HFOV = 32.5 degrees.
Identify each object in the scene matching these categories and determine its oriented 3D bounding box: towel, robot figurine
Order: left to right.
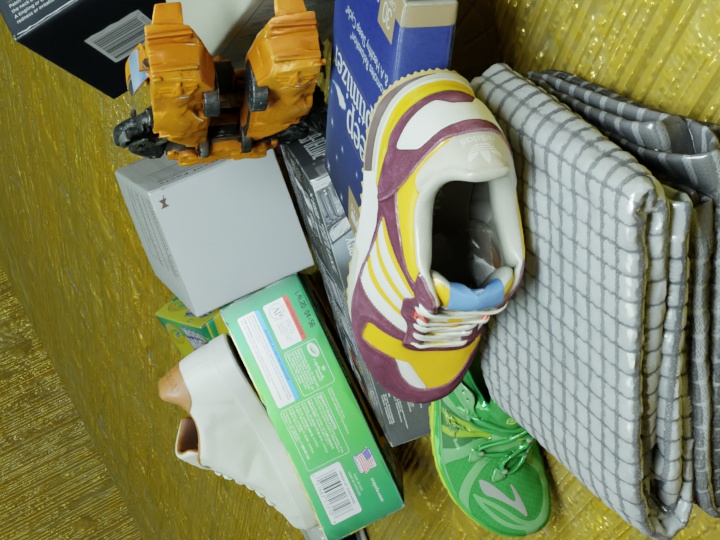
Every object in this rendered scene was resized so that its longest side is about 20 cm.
[{"bbox_3d":[-0.083,-0.111,0.768,0.200,0.143,0.059,144,119,-77],"label":"robot figurine"},{"bbox_3d":[0.123,0.006,0.609,0.166,0.085,0.202,-135,33,-57],"label":"towel"}]

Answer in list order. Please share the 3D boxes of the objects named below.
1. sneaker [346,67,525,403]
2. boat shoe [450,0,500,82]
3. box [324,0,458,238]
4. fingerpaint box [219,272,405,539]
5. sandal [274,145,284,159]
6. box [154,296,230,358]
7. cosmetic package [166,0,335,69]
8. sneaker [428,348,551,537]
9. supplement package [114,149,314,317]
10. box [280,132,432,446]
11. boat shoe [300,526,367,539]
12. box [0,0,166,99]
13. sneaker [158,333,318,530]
[{"bbox_3d":[0.038,0.007,0.611,0.090,0.074,0.202,-116,18,-48],"label":"sneaker"},{"bbox_3d":[0.052,-0.070,0.722,0.063,0.072,0.203,-144,46,-64],"label":"boat shoe"},{"bbox_3d":[0.011,-0.080,0.673,0.122,0.032,0.202,-113,21,-49],"label":"box"},{"bbox_3d":[-0.033,0.106,1.026,0.167,0.073,0.202,39,-155,-88],"label":"fingerpaint box"},{"bbox_3d":[-0.088,-0.170,0.956,0.083,0.049,0.204,49,155,39],"label":"sandal"},{"bbox_3d":[-0.120,0.091,1.165,0.117,0.048,0.201,8,131,59],"label":"box"},{"bbox_3d":[-0.050,-0.190,0.771,0.200,0.103,0.074,-19,89,68],"label":"cosmetic package"},{"bbox_3d":[0.086,0.093,0.802,0.083,0.073,0.202,24,135,61],"label":"sneaker"},{"bbox_3d":[-0.131,-0.048,1.068,0.111,0.113,0.200,70,167,-16],"label":"supplement package"},{"bbox_3d":[0.000,0.000,0.876,0.158,0.049,0.202,-124,17,-69],"label":"box"},{"bbox_3d":[-0.034,0.253,1.258,0.065,0.071,0.202,18,130,56],"label":"boat shoe"},{"bbox_3d":[-0.223,-0.267,0.973,0.198,0.123,0.200,63,-173,9],"label":"box"},{"bbox_3d":[-0.101,0.145,1.012,0.201,0.084,0.073,62,179,-29],"label":"sneaker"}]
